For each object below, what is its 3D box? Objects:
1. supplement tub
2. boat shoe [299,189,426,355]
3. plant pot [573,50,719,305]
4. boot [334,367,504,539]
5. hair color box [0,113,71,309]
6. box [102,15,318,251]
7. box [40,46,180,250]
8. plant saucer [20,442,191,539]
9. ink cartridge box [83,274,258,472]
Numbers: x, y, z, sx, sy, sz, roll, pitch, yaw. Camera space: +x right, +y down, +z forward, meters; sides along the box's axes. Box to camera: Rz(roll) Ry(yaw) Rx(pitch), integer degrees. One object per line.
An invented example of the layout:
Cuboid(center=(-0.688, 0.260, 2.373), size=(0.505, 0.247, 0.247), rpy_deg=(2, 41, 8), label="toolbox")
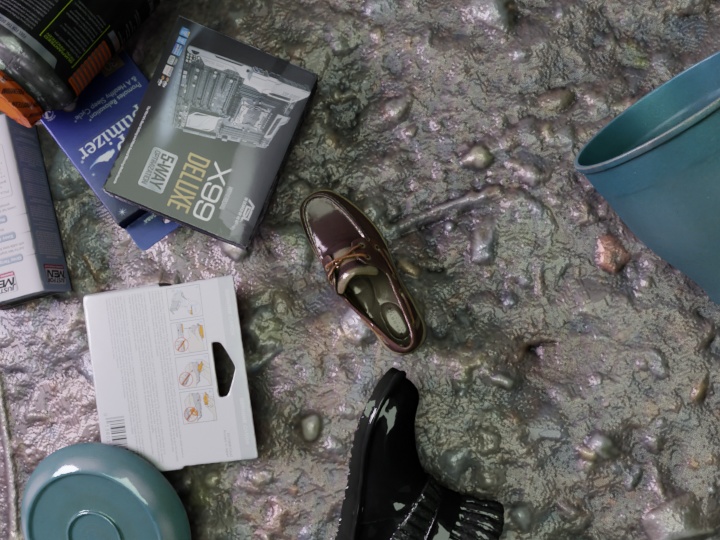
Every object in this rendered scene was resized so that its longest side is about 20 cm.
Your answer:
Cuboid(center=(-0.308, -0.251, 0.807), size=(0.122, 0.123, 0.200), rpy_deg=(34, 76, 8), label="supplement tub")
Cuboid(center=(0.000, 0.000, 0.818), size=(0.072, 0.072, 0.200), rpy_deg=(-31, 84, 7), label="boat shoe")
Cuboid(center=(0.332, -0.078, 0.719), size=(0.200, 0.200, 0.188), rpy_deg=(-37, 99, 6), label="plant pot")
Cuboid(center=(0.071, 0.214, 0.796), size=(0.158, 0.079, 0.211), rpy_deg=(14, 101, 16), label="boot")
Cuboid(center=(-0.403, -0.062, 0.890), size=(0.099, 0.061, 0.200), rpy_deg=(-14, 86, 9), label="hair color box")
Cuboid(center=(-0.153, -0.140, 0.832), size=(0.158, 0.050, 0.200), rpy_deg=(23, 84, -2), label="box")
Cuboid(center=(-0.250, -0.134, 0.866), size=(0.121, 0.032, 0.200), rpy_deg=(-37, 88, -7), label="box")
Cuboid(center=(-0.280, 0.283, 0.853), size=(0.200, 0.027, 0.200), rpy_deg=(3, 103, 11), label="plant saucer")
Cuboid(center=(-0.201, 0.112, 0.862), size=(0.173, 0.044, 0.200), rpy_deg=(-9, 87, 8), label="ink cartridge box")
